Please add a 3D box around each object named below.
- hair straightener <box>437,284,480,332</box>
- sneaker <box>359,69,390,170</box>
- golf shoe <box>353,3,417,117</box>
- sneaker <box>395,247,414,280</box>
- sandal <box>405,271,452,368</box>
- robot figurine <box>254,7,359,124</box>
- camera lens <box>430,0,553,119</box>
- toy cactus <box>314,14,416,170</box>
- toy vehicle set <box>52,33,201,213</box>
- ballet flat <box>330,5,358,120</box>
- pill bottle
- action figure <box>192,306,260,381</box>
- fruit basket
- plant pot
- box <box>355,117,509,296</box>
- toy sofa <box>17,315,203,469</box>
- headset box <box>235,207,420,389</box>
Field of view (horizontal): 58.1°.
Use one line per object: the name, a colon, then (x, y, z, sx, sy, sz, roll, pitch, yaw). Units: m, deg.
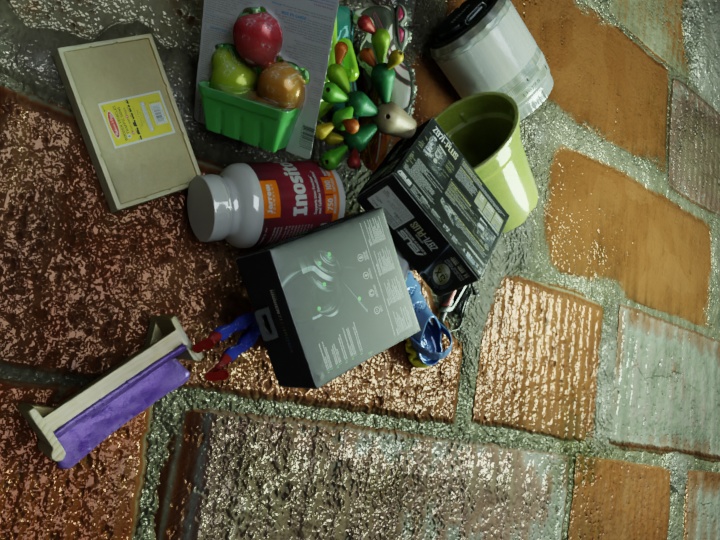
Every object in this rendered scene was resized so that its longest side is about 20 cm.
hair straightener: (0.195, 0.032, 1.172, 0.077, 0.041, 0.202, 35, 66, -30)
sneaker: (0.042, -0.258, 1.057, 0.076, 0.073, 0.203, 15, 78, -32)
golf shoe: (0.036, -0.307, 0.995, 0.087, 0.077, 0.203, -3, 79, -15)
sneaker: (0.000, 0.000, 0.963, 0.199, 0.075, 0.115, -36, 73, -20)
sandal: (0.094, 0.073, 1.061, 0.079, 0.087, 0.202, -37, 107, -22)
robot figurine: (-0.089, -0.302, 0.915, 0.173, 0.116, 0.203, -5, 113, -12)
camera lens: (0.233, -0.376, 1.159, 0.200, 0.159, 0.161, 47, 61, -25)
toy cactus: (0.018, -0.226, 0.893, 0.164, 0.102, 0.203, 15, 92, -40)
toy vehicle set: (-0.291, -0.189, 0.825, 0.123, 0.026, 0.203, -24, 101, -36)
ballet flat: (-0.042, -0.312, 1.013, 0.069, 0.067, 0.204, -2, 87, -13)
pill bottle: (-0.128, -0.091, 0.889, 0.198, 0.112, 0.115, -10, 92, -37)
action figure: (-0.125, 0.069, 0.853, 0.066, 0.098, 0.200, 69, 21, -13)
fruit basket: (-0.126, -0.266, 0.834, 0.094, 0.183, 0.203, -41, 147, -66)
plant pot: (0.217, -0.171, 1.128, 0.184, 0.199, 0.202, 47, 60, -37)
box: (0.112, -0.094, 0.963, 0.200, 0.086, 0.164, 48, 46, -15)
toy sofa: (-0.286, 0.144, 0.768, 0.199, 0.082, 0.099, -36, 107, -34)
headset box: (-0.042, 0.035, 0.826, 0.199, 0.092, 0.177, -25, 99, -37)
